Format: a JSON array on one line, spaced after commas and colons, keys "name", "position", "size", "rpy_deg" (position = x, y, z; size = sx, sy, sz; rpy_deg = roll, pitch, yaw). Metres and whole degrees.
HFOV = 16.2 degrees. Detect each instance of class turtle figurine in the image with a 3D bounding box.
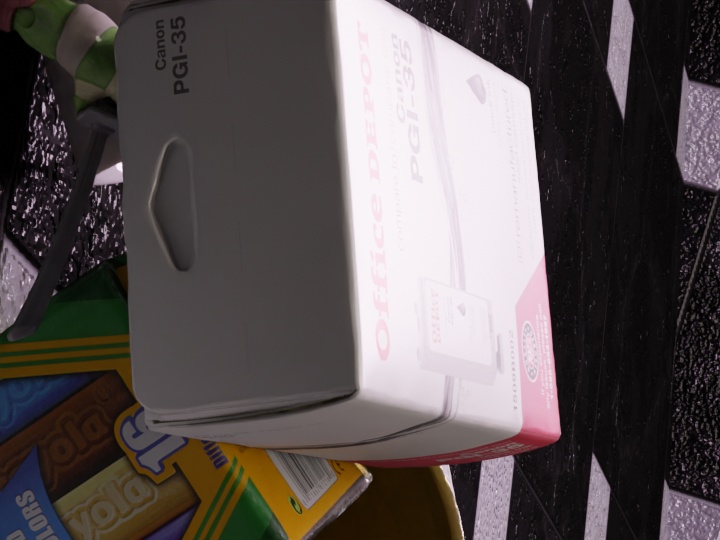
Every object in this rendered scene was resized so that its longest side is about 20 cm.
[{"name": "turtle figurine", "position": [-0.114, -0.090, 0.949], "size": [0.201, 0.193, 0.144], "rpy_deg": [62, -23, 0]}]

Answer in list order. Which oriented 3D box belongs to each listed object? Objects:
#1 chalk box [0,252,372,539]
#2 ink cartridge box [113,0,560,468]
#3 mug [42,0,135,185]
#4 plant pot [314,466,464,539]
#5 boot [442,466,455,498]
[{"name": "chalk box", "position": [-0.119, 0.090, 0.957], "size": [0.124, 0.199, 0.125], "rpy_deg": [58, 16, 1]}, {"name": "ink cartridge box", "position": [-0.002, -0.010, 0.900], "size": [0.200, 0.082, 0.148], "rpy_deg": [18, 66, -66]}, {"name": "mug", "position": [-0.070, -0.144, 1.118], "size": [0.200, 0.147, 0.177], "rpy_deg": [-13, 85, -74]}, {"name": "plant pot", "position": [-0.058, 0.152, 1.171], "size": [0.142, 0.198, 0.202], "rpy_deg": [105, -7, -69]}, {"name": "boot", "position": [0.028, 0.063, 1.249], "size": [0.073, 0.095, 0.201], "rpy_deg": [-31, 102, -56]}]
